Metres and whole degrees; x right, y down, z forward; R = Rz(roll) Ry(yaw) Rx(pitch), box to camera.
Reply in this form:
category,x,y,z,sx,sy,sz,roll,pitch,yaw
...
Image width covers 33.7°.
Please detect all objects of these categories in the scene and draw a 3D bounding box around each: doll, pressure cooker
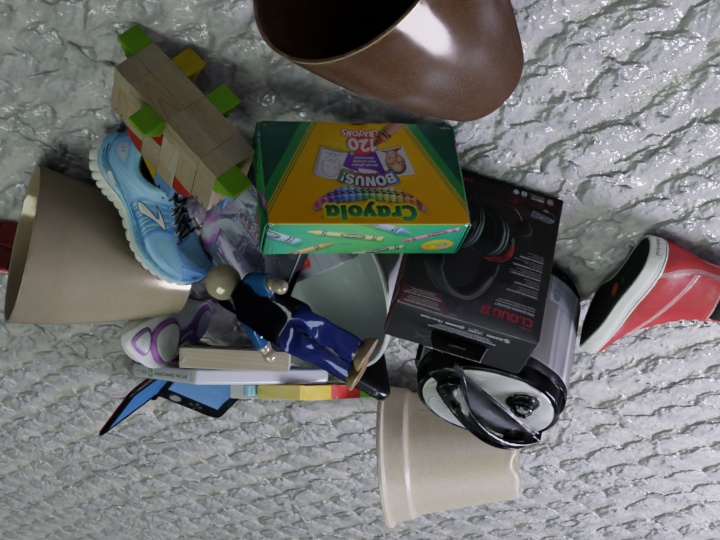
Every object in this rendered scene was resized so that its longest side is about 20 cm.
category,x,y,z,sx,sy,sz,roll,pitch,yaw
doll,-0.083,0.057,1.282,0.200,0.048,0.137,31,141,8
pressure cooker,0.153,0.098,1.349,0.176,0.200,0.179,14,149,1

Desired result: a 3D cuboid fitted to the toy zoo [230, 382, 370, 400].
category,x,y,z,sx,sy,sz,roll,pitch,yaw
toy zoo,-0.082,0.164,1.616,0.131,0.021,0.200,-3,175,40

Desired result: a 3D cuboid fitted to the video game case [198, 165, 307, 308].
category,x,y,z,sx,sy,sz,roll,pitch,yaw
video game case,-0.123,-0.024,1.323,0.143,0.019,0.200,50,146,18

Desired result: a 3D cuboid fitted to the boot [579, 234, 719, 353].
category,x,y,z,sx,sy,sz,roll,pitch,yaw
boot,0.339,0.049,1.321,0.144,0.073,0.200,19,145,-8

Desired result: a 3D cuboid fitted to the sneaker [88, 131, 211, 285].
category,x,y,z,sx,sy,sz,roll,pitch,yaw
sneaker,-0.221,-0.069,1.335,0.090,0.078,0.200,-15,119,28

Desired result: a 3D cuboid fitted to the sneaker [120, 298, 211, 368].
category,x,y,z,sx,sy,sz,roll,pitch,yaw
sneaker,-0.271,0.072,1.537,0.099,0.075,0.200,18,-169,13

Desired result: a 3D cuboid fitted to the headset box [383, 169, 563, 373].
category,x,y,z,sx,sy,sz,roll,pitch,yaw
headset box,0.116,0.004,1.220,0.148,0.200,0.075,17,148,-2

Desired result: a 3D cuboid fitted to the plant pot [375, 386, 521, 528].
category,x,y,z,sx,sy,sz,roll,pitch,yaw
plant pot,0.125,0.249,1.628,0.183,0.201,0.201,-3,145,9

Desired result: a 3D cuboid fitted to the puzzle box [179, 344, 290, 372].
category,x,y,z,sx,sy,sz,roll,pitch,yaw
puzzle box,-0.153,0.110,1.505,0.133,0.025,0.200,2,177,-2

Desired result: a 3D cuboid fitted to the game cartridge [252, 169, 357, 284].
category,x,y,z,sx,sy,sz,roll,pitch,yaw
game cartridge,-0.087,-0.051,1.301,0.200,0.041,0.133,-21,93,57

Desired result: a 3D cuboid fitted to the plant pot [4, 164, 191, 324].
category,x,y,z,sx,sy,sz,roll,pitch,yaw
plant pot,-0.305,-0.011,1.421,0.200,0.188,0.187,13,151,-22

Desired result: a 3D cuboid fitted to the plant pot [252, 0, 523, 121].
category,x,y,z,sx,sy,sz,roll,pitch,yaw
plant pot,0.048,-0.207,0.969,0.187,0.187,0.200,-9,155,34

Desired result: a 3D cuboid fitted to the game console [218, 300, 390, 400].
category,x,y,z,sx,sy,sz,roll,pitch,yaw
game console,-0.076,0.099,1.538,0.200,0.176,0.116,31,117,-25

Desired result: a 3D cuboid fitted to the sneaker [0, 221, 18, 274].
category,x,y,z,sx,sy,sz,roll,pitch,yaw
sneaker,-0.417,0.005,1.568,0.200,0.078,0.116,13,147,7

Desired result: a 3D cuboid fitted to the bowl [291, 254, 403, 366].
category,x,y,z,sx,sy,sz,roll,pitch,yaw
bowl,0.000,0.000,1.330,0.201,0.090,0.201,30,130,43

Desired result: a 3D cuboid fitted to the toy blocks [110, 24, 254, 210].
category,x,y,z,sx,sy,sz,roll,pitch,yaw
toy blocks,-0.185,-0.130,1.206,0.200,0.100,0.137,47,154,8

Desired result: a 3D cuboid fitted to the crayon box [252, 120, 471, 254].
category,x,y,z,sx,sy,sz,roll,pitch,yaw
crayon box,-0.002,-0.080,1.161,0.200,0.119,0.058,-1,151,-13

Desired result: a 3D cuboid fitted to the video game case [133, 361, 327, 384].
category,x,y,z,sx,sy,sz,roll,pitch,yaw
video game case,-0.175,0.136,1.593,0.200,0.022,0.182,3,177,-35

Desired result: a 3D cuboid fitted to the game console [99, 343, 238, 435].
category,x,y,z,sx,sy,sz,roll,pitch,yaw
game console,-0.269,0.197,1.763,0.172,0.119,0.200,25,148,-14
